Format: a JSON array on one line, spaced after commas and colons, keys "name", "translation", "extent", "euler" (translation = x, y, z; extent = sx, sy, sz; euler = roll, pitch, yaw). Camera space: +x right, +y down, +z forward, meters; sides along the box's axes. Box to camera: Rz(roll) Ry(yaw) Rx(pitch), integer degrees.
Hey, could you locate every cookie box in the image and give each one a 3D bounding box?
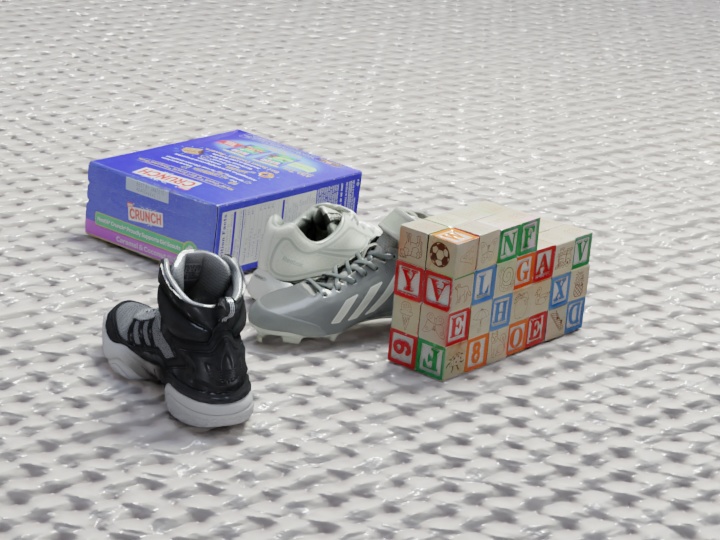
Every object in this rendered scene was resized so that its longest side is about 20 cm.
[{"name": "cookie box", "translation": [-0.127, -0.064, 1.817], "extent": [0.170, 0.076, 0.199], "euler": [20, 23, 37]}]

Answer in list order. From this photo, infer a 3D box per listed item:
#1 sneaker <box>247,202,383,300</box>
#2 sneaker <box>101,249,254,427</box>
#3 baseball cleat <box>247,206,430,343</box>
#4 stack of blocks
[{"name": "sneaker", "translation": [-0.009, -0.019, 1.711], "extent": [0.199, 0.082, 0.075], "euler": [-11, 22, -43]}, {"name": "sneaker", "translation": [-0.135, 0.033, 1.466], "extent": [0.075, 0.115, 0.200], "euler": [-6, 21, -30]}, {"name": "baseball cleat", "translation": [0.000, 0.000, 1.612], "extent": [0.198, 0.107, 0.070], "euler": [-8, 27, -29]}, {"name": "stack of blocks", "translation": [0.111, 0.006, 1.609], "extent": [0.058, 0.116, 0.199], "euler": [19, 23, 36]}]
